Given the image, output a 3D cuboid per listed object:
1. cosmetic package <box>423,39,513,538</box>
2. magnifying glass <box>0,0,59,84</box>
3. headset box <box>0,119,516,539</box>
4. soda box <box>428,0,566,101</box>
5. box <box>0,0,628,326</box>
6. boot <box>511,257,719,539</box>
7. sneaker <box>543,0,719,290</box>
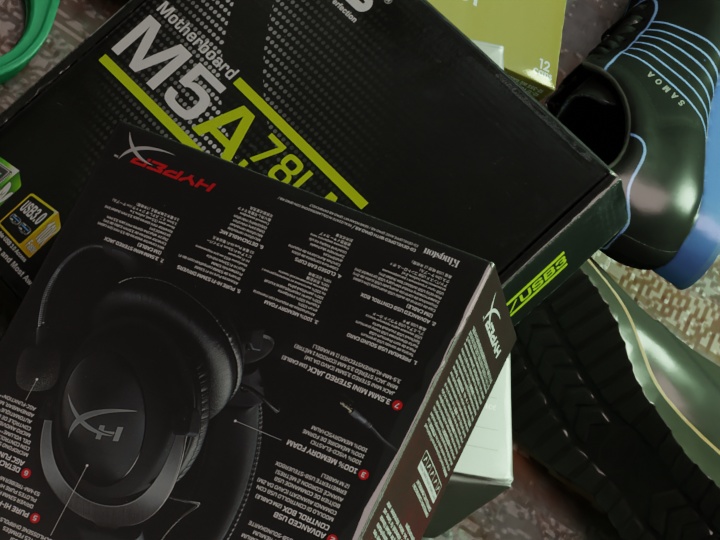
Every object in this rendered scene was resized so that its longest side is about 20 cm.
[{"bbox_3d":[0.000,0.000,1.034,0.106,0.090,0.201,8,67,-21],"label":"cosmetic package"},{"bbox_3d":[-0.136,-0.147,1.074,0.080,0.022,0.200,44,57,-3],"label":"magnifying glass"},{"bbox_3d":[-0.056,0.070,0.857,0.148,0.077,0.201,20,73,18],"label":"headset box"},{"bbox_3d":[-0.011,-0.128,1.088,0.199,0.068,0.064,23,60,-23],"label":"soda box"},{"bbox_3d":[-0.034,-0.026,0.960,0.193,0.048,0.200,-42,65,-6],"label":"box"},{"bbox_3d":[0.140,0.052,1.104,0.138,0.077,0.200,-16,68,-50],"label":"boot"},{"bbox_3d":[0.124,-0.082,1.126,0.078,0.070,0.201,26,40,-18],"label":"sneaker"}]
